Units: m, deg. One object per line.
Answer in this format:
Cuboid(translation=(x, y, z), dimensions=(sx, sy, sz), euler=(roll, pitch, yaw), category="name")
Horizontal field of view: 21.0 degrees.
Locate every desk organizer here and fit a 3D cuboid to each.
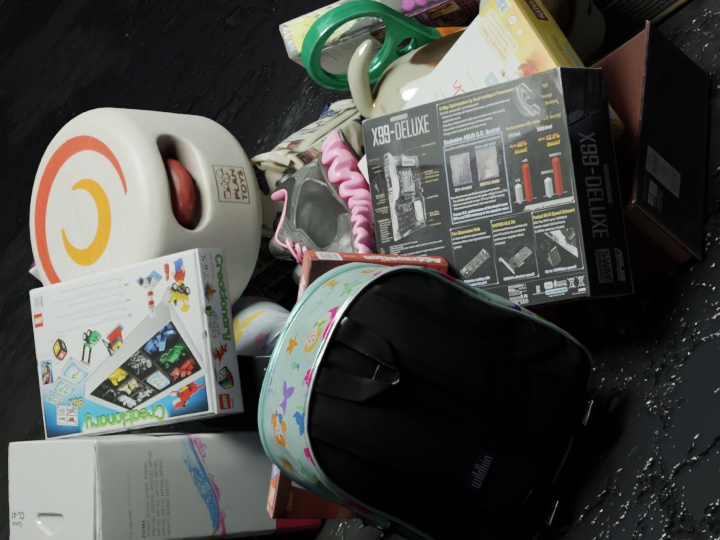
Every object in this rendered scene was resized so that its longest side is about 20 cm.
Cuboid(translation=(0.200, -0.080, 1.414), dimensions=(0.077, 0.072, 0.200), euler=(-34, 30, 37), category="desk organizer")

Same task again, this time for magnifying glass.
Cuboid(translation=(0.043, -0.185, 1.583), dimensions=(0.022, 0.200, 0.080), euler=(55, 140, 37), category="magnifying glass")

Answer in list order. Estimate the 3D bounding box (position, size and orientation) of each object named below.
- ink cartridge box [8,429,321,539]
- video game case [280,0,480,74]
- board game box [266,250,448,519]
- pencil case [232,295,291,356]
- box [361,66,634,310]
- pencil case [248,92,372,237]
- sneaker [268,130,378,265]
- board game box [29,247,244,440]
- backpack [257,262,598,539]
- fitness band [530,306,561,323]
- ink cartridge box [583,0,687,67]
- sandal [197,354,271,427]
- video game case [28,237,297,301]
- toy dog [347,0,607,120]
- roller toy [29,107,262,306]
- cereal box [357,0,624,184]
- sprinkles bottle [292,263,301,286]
Cuboid(translation=(-0.152, 0.168, 1.503), dimensions=(0.148, 0.200, 0.086), euler=(-9, 81, 53), category="ink cartridge box")
Cuboid(translation=(0.039, -0.215, 1.691), dimensions=(0.181, 0.036, 0.200), euler=(-20, -6, 11), category="video game case")
Cuboid(translation=(-0.003, 0.084, 1.378), dimensions=(0.019, 0.103, 0.200), euler=(-126, 41, -64), category="board game box")
Cuboid(translation=(-0.067, 0.073, 1.600), dimensions=(0.083, 0.091, 0.200), euler=(-56, 19, -4), category="pencil case")
Cuboid(translation=(0.092, -0.047, 1.370), dimensions=(0.200, 0.050, 0.158), euler=(-12, 84, 46), category="box")
Cuboid(translation=(-0.039, -0.094, 1.720), dimensions=(0.078, 0.090, 0.200), euler=(11, 24, 19), category="pencil case")
Cuboid(translation=(-0.023, -0.023, 1.504), dimensions=(0.095, 0.079, 0.200), euler=(-29, 35, 9), category="sneaker")
Cuboid(translation=(-0.178, 0.061, 1.512), dimensions=(0.200, 0.035, 0.126), euler=(-12, 83, 41), category="board game box")
Cuboid(translation=(0.033, 0.087, 1.287), dimensions=(0.151, 0.200, 0.178), euler=(8, 75, 58), category="backpack")
Cuboid(translation=(0.076, 0.041, 1.500), dimensions=(0.200, 0.037, 0.144), euler=(-17, 39, 48), category="fitness band")
Cuboid(translation=(0.212, -0.277, 1.650), dimensions=(0.165, 0.075, 0.200), euler=(-35, 31, 28), category="ink cartridge box")
Cuboid(translation=(-0.041, 0.088, 1.461), dimensions=(0.200, 0.043, 0.076), euler=(-11, 81, 19), category="sandal")
Cuboid(translation=(-0.175, -0.005, 1.799), dimensions=(0.200, 0.181, 0.036), euler=(-38, 25, 27), category="video game case")
Cuboid(translation=(0.108, -0.165, 1.550), dimensions=(0.200, 0.194, 0.140), euler=(-48, 13, 21), category="toy dog")
Cuboid(translation=(-0.175, -0.041, 1.631), dimensions=(0.200, 0.140, 0.183), euler=(36, 115, 42), category="roller toy")
Cuboid(translation=(0.092, -0.091, 1.436), dimensions=(0.200, 0.039, 0.144), euler=(-50, 56, 33), category="cereal box")
Cuboid(translation=(0.020, -0.059, 1.683), dimensions=(0.200, 0.068, 0.068), euler=(-58, 26, -14), category="sprinkles bottle")
